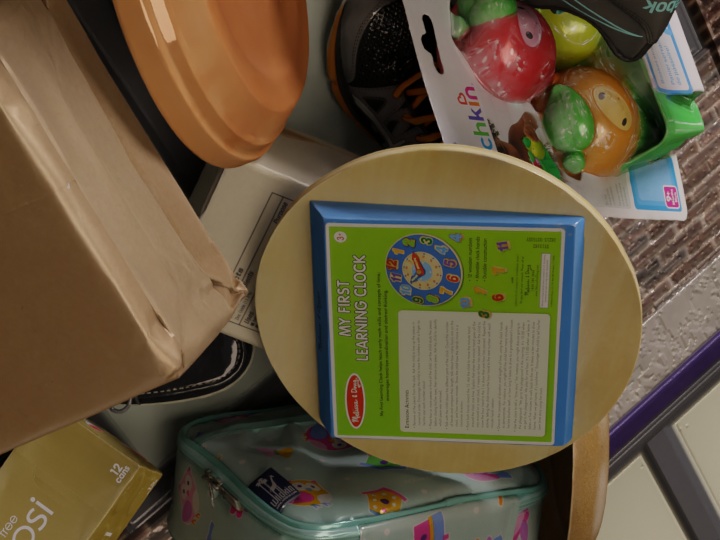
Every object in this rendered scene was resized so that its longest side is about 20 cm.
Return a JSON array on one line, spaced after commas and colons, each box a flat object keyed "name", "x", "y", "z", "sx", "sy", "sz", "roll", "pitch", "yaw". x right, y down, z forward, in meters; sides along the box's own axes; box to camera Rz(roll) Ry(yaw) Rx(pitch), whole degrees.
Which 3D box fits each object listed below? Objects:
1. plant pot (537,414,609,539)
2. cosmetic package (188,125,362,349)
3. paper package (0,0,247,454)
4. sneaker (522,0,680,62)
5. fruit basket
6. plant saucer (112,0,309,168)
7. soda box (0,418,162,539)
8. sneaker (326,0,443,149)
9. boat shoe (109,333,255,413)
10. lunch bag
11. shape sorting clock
[{"name": "plant pot", "x": 0.118, "y": 0.083, "z": 0.990, "sx": 0.027, "sy": 0.200, "sz": 0.201, "roll": -2, "pitch": 110, "yaw": -3}, {"name": "cosmetic package", "x": 0.000, "y": 0.000, "z": 0.915, "sx": 0.199, "sy": 0.071, "sz": 0.105, "roll": 23, "pitch": 114, "yaw": -14}, {"name": "paper package", "x": -0.189, "y": -0.014, "z": 0.753, "sx": 0.199, "sy": 0.104, "sz": 0.191, "roll": -24, "pitch": 106, "yaw": 22}, {"name": "sneaker", "x": 0.085, "y": -0.180, "z": 0.866, "sx": 0.075, "sy": 0.200, "sz": 0.079, "roll": -24, "pitch": 140, "yaw": -35}, {"name": "fruit basket", "x": 0.103, "y": -0.118, "z": 0.924, "sx": 0.200, "sy": 0.094, "sz": 0.186, "roll": 4, "pitch": 64, "yaw": -49}, {"name": "plant saucer", "x": -0.070, "y": -0.151, "z": 0.808, "sx": 0.037, "sy": 0.200, "sz": 0.201, "roll": -11, "pitch": 120, "yaw": 16}, {"name": "soda box", "x": -0.193, "y": 0.171, "z": 0.896, "sx": 0.064, "sy": 0.068, "sz": 0.200, "roll": 33, "pitch": 83, "yaw": 9}, {"name": "sneaker", "x": 0.046, "y": -0.078, "z": 0.962, "sx": 0.078, "sy": 0.077, "sz": 0.200, "roll": -33, "pitch": 119, "yaw": -14}, {"name": "boat shoe", "x": -0.142, "y": 0.040, "z": 0.904, "sx": 0.199, "sy": 0.062, "sz": 0.075, "roll": 11, "pitch": 99, "yaw": -34}, {"name": "lunch bag", "x": -0.007, "y": 0.128, "z": 0.959, "sx": 0.199, "sy": 0.160, "sz": 0.077, "roll": -4, "pitch": 114, "yaw": -35}, {"name": "shape sorting clock", "x": 0.044, "y": 0.023, "z": 0.858, "sx": 0.199, "sy": 0.039, "sz": 0.201, "roll": 3, "pitch": 124, "yaw": 4}]
